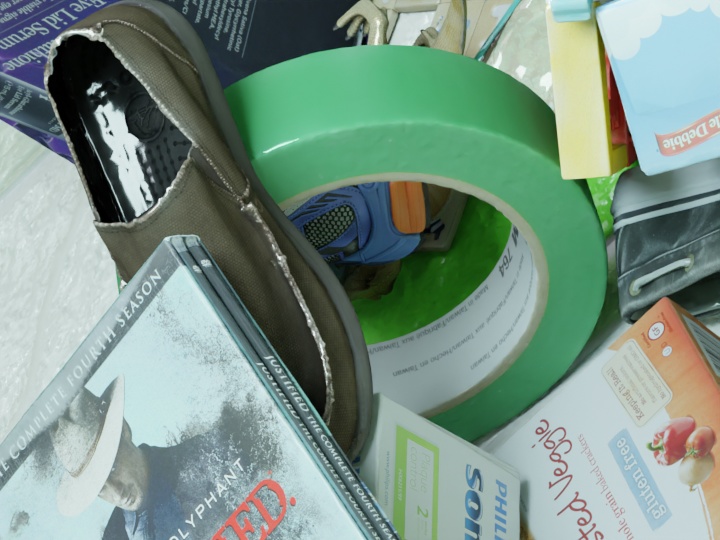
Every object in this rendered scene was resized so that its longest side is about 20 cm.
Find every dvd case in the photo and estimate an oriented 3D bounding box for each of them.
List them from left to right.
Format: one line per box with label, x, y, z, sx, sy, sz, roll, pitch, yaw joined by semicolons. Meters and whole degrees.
dvd case;-0.049;0.110;0.910;0.146;0.022;0.201;-48;63;30

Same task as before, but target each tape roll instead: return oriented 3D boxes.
tape roll;0.000;0.000;1.074;0.200;0.200;0.048;-38;42;23

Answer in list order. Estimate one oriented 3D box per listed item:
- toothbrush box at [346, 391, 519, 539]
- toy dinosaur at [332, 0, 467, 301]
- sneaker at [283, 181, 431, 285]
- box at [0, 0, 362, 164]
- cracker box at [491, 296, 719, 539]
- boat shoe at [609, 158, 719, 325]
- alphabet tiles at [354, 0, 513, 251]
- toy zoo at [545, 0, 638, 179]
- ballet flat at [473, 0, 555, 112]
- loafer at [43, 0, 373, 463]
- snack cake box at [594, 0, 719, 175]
toothbrush box;-0.038;0.155;1.007;0.199;0.086;0.147;-24;49;37
toy dinosaur;0.027;-0.075;1.182;0.101;0.058;0.201;-113;31;-43
sneaker;-0.040;-0.024;1.172;0.200;0.078;0.076;144;122;-63
box;-0.117;-0.132;1.298;0.147;0.199;0.105;-20;48;44
cracker box;0.084;0.126;1.007;0.200;0.058;0.134;-45;38;16
boat shoe;0.180;-0.015;1.007;0.199;0.072;0.072;-13;70;48
alphabet tiles;0.045;-0.084;1.249;0.199;0.008;0.168;0;63;49
toy zoo;0.093;-0.106;1.038;0.020;0.200;0.132;-3;96;13
ballet flat;0.118;-0.142;1.169;0.062;0.067;0.201;28;87;22
loafer;-0.067;-0.008;0.961;0.073;0.071;0.201;-35;76;22
snack cake box;0.199;-0.099;0.958;0.199;0.115;0.068;-15;96;24
